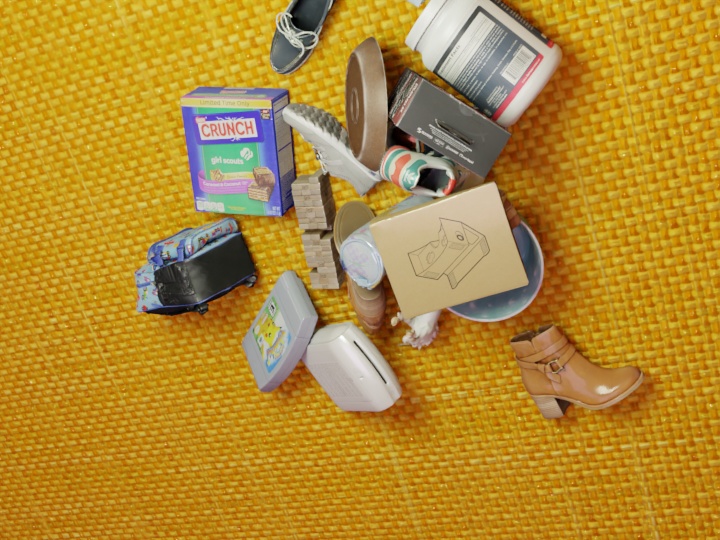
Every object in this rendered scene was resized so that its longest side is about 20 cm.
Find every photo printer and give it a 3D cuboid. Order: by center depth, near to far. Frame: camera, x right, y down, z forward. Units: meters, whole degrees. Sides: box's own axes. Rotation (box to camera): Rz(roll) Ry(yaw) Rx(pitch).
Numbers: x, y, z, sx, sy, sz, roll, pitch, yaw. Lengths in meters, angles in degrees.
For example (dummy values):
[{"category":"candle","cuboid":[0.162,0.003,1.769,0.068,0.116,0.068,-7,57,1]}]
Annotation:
[{"category":"photo printer","cuboid":[-0.018,0.169,1.734,0.167,0.069,0.199,53,156,-10]}]

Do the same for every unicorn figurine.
[{"category":"unicorn figurine","cuboid":[0.105,0.072,1.676,0.074,0.137,0.201,42,110,28]}]

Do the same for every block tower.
[{"category":"block tower","cuboid":[-0.070,-0.071,1.700,0.057,0.054,0.203,-1,114,19]}]

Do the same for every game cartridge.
[{"category":"game cartridge","cuboid":[-0.147,0.117,1.784,0.201,0.040,0.134,-58,46,31]}]

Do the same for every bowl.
[{"category":"bowl","cuboid":[0.202,-0.032,1.592,0.198,0.105,0.203,8,118,16]}]

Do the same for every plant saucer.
[{"category":"plant saucer","cuboid":[0.005,-0.251,1.507,0.034,0.201,0.203,-3,117,-9]}]

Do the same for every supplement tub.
[{"category":"supplement tub","cuboid":[0.179,-0.319,1.441,0.199,0.141,0.141,38,121,-1]}]

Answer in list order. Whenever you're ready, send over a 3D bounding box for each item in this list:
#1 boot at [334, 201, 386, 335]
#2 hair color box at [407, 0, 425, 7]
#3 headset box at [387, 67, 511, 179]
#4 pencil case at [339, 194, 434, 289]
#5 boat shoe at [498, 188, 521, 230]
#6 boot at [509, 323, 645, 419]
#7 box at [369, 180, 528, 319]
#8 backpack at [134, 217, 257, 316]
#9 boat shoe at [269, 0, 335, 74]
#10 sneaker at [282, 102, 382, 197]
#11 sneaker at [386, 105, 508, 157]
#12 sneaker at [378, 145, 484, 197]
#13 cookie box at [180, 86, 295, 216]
[{"category":"boot","cuboid":[0.000,0.000,1.683,0.073,0.203,0.155,-7,154,-1]},{"category":"hair color box","cuboid":[0.026,-0.469,1.448,0.199,0.099,0.061,33,120,2]},{"category":"headset box","cuboid":[0.120,-0.211,1.409,0.148,0.200,0.078,29,103,-13]},{"category":"pencil case","cuboid":[0.055,-0.049,1.579,0.082,0.200,0.092,-8,111,43]},{"category":"boat shoe","cuboid":[0.161,-0.036,1.503,0.072,0.076,0.200,43,122,-6]},{"category":"boot","cuboid":[0.355,0.154,1.648,0.198,0.074,0.156,-22,102,24]},{"category":"box","cuboid":[0.130,-0.027,1.464,0.198,0.021,0.165,-17,110,16]},{"category":"backpack","cuboid":[-0.311,0.001,1.758,0.198,0.182,0.136,-11,103,36]},{"category":"boat shoe","cuboid":[-0.090,-0.386,1.551,0.075,0.062,0.200,39,122,-4]},{"category":"sneaker","cuboid":[-0.052,-0.194,1.621,0.199,0.075,0.082,38,119,-1]},{"category":"sneaker","cuboid":[0.129,-0.209,1.550,0.197,0.080,0.079,-2,114,19]},{"category":"sneaker","cuboid":[0.124,-0.133,1.486,0.093,0.198,0.071,41,116,46]},{"category":"cookie box","cuboid":[-0.202,-0.201,1.673,0.169,0.075,0.203,5,115,18]}]
